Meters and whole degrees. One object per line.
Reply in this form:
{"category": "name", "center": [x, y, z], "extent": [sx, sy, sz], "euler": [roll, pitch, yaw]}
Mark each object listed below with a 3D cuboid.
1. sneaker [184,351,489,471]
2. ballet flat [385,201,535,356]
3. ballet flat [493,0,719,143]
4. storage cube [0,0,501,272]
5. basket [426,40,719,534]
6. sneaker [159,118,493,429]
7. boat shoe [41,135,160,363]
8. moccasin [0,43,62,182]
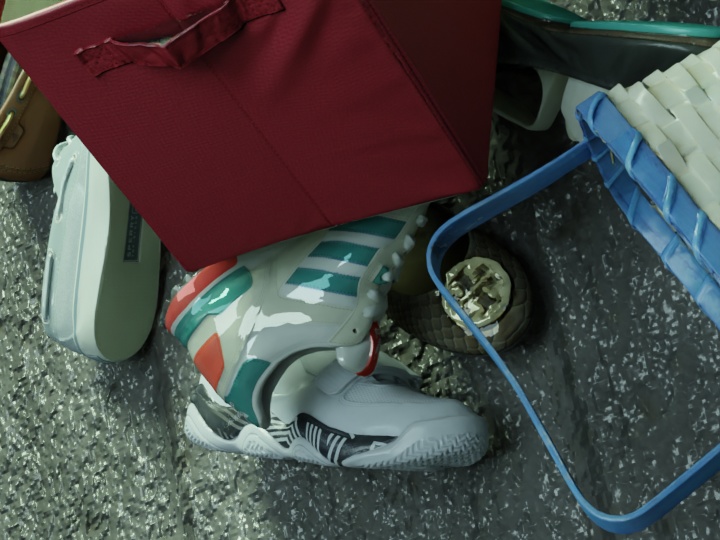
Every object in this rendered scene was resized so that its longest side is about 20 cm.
{"category": "sneaker", "center": [-0.014, 0.044, 1.223], "extent": [0.199, 0.075, 0.116], "euler": [2, 87, 43]}
{"category": "ballet flat", "center": [0.016, -0.024, 1.217], "extent": [0.067, 0.046, 0.200], "euler": [-41, 52, -7]}
{"category": "ballet flat", "center": [0.109, -0.100, 1.154], "extent": [0.199, 0.068, 0.069], "euler": [20, 107, 50]}
{"category": "storage cube", "center": [-0.046, -0.134, 1.098], "extent": [0.170, 0.180, 0.201], "euler": [-16, 44, 23]}
{"category": "basket", "center": [0.148, 0.001, 1.039], "extent": [0.199, 0.139, 0.177], "euler": [-31, 60, -1]}
{"category": "sneaker", "center": [0.000, 0.000, 1.165], "extent": [0.199, 0.070, 0.094], "euler": [-36, 77, 5]}
{"category": "boat shoe", "center": [-0.153, -0.049, 1.357], "extent": [0.071, 0.070, 0.203], "euler": [10, 93, 37]}
{"category": "moccasin", "center": [-0.211, -0.157, 1.415], "extent": [0.073, 0.077, 0.203], "euler": [24, 99, 39]}
